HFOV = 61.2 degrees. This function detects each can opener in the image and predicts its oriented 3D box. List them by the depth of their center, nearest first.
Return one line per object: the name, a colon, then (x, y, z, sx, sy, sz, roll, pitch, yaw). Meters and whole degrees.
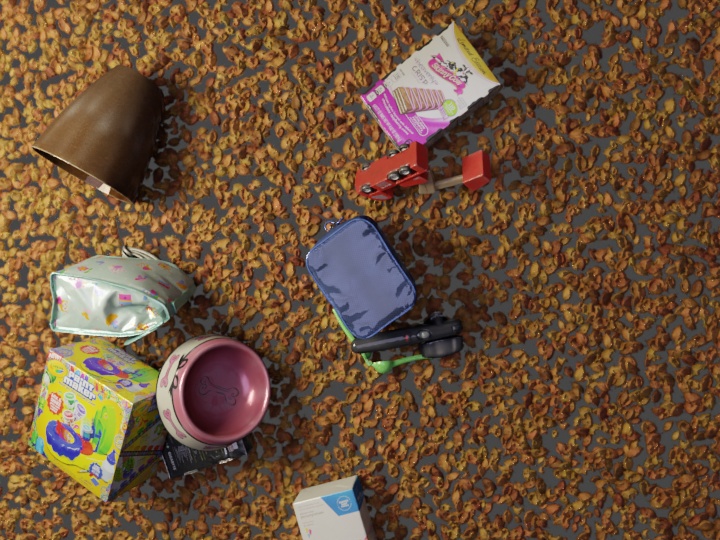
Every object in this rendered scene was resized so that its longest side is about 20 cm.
can opener: (0.080, 0.116, 1.043, 0.198, 0.063, 0.080, -6, 80, -6)

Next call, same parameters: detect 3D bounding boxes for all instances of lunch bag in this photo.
lunch bag: (0.000, 0.000, 1.030, 0.135, 0.132, 0.201, -32, 93, 6)
lunch bag: (-0.399, 0.047, 1.050, 0.198, 0.170, 0.123, 7, 103, -1)

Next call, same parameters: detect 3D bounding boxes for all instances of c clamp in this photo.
c clamp: (-0.460, 0.032, 1.146, 0.200, 0.027, 0.171, -43, 87, 6)

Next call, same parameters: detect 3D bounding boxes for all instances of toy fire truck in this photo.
toy fire truck: (0.103, -0.160, 1.027, 0.199, 0.140, 0.049, -19, 62, 44)

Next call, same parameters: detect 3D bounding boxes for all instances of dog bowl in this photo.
dog bowl: (-0.241, 0.206, 1.040, 0.073, 0.199, 0.202, -15, 90, 52)

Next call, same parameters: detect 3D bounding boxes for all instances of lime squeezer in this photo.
lime squeezer: (0.027, 0.138, 1.079, 0.198, 0.038, 0.071, 24, 95, 7)

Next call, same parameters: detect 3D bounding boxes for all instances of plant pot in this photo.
plant pot: (-0.437, -0.251, 1.073, 0.185, 0.187, 0.201, 25, 81, 6)

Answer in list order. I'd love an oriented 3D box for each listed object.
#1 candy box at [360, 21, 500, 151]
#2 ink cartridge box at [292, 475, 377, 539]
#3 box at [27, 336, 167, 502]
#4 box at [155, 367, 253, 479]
candy box: (0.119, -0.301, 1.040, 0.199, 0.061, 0.137, -37, 86, 7)
ink cartridge box: (-0.034, 0.485, 1.083, 0.115, 0.067, 0.202, -17, 90, 8)
box: (-0.451, 0.254, 1.073, 0.199, 0.122, 0.194, 24, 104, 20)
box: (-0.304, 0.263, 1.122, 0.158, 0.049, 0.202, -20, 88, 6)
